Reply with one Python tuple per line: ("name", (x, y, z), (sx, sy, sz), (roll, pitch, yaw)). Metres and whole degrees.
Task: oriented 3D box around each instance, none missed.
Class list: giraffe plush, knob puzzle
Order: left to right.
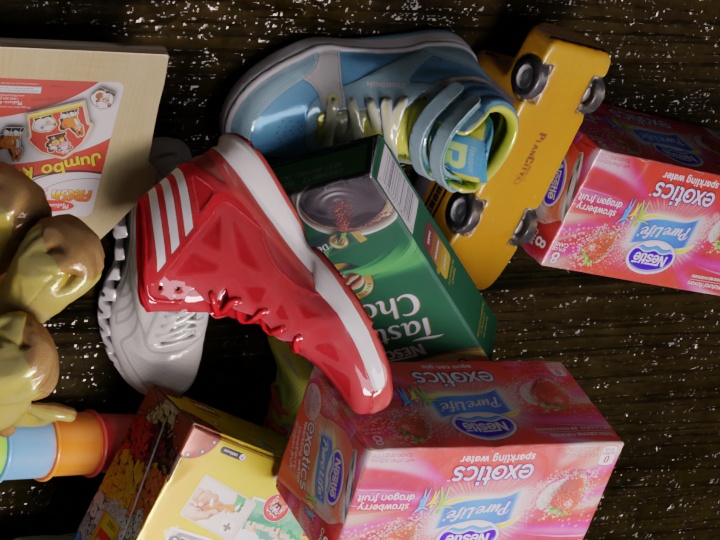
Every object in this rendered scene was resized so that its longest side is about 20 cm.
("giraffe plush", (-0.244, 0.046, 1.572), (0.200, 0.172, 0.162), (-51, 161, -8))
("knob puzzle", (-0.225, -0.068, 1.592), (0.218, 0.031, 0.221), (-12, 135, -13))

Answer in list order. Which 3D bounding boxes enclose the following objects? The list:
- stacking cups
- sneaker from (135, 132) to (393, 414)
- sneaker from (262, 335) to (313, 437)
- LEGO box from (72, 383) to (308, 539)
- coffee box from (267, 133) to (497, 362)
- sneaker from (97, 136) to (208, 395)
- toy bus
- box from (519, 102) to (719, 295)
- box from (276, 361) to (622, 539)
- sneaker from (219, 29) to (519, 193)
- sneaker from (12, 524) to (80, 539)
("stacking cups", (-0.231, 0.115, 1.707), (0.199, 0.061, 0.061), (-1, 122, -37))
("sneaker", (-0.072, 0.024, 1.589), (0.115, 0.201, 0.078), (-32, 171, -15))
("sneaker", (-0.045, 0.125, 1.836), (0.090, 0.078, 0.201), (-17, 123, -3))
("LEGO box", (-0.083, 0.188, 1.749), (0.199, 0.077, 0.150), (25, 96, -32))
("coffee box", (0.000, 0.000, 1.702), (0.122, 0.044, 0.200), (-12, 135, 22))
("sneaker", (-0.129, 0.013, 1.689), (0.075, 0.081, 0.201), (-19, 132, -25))
("toy bus", (0.097, -0.083, 1.779), (0.065, 0.078, 0.201), (10, 115, -38))
("box", (0.199, -0.055, 1.858), (0.199, 0.096, 0.100), (10, 116, -39))
("box", (0.058, 0.129, 1.684), (0.199, 0.095, 0.103), (1, 123, -30))
("sneaker", (0.016, -0.097, 1.674), (0.199, 0.131, 0.080), (-15, 130, -25))
("sneaker", (-0.159, 0.179, 1.794), (0.199, 0.074, 0.119), (9, 112, -35))
